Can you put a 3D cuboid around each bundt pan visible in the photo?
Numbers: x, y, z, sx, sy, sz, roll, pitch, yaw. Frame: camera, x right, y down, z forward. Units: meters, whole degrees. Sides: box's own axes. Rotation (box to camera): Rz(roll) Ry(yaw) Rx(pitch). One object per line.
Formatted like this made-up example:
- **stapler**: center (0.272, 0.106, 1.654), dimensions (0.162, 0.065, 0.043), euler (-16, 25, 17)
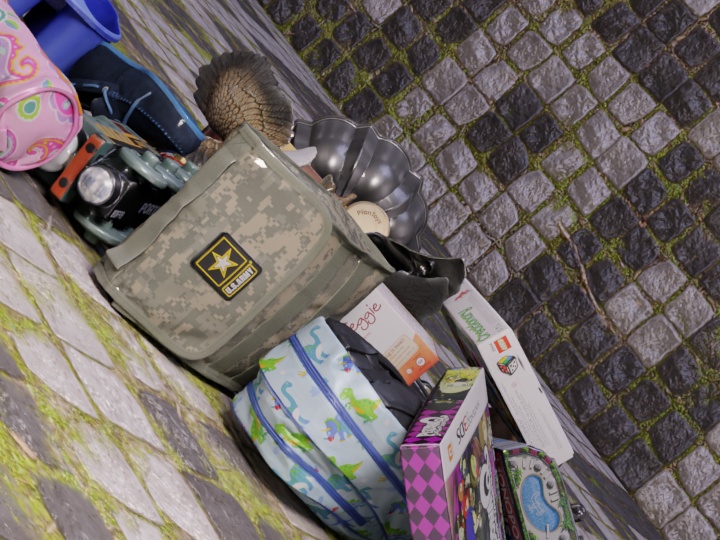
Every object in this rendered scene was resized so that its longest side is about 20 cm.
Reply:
- **bundt pan**: center (-0.032, -0.051, 2.081), dimensions (0.202, 0.202, 0.076), euler (48, 19, -13)

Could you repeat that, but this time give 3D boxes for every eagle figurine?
- **eagle figurine**: center (-0.122, -0.108, 1.867), dimensions (0.200, 0.151, 0.152), euler (51, 15, 11)

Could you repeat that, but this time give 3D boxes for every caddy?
- **caddy**: center (-0.287, -0.261, 1.898), dimensions (0.141, 0.105, 0.200), euler (48, 7, -21)

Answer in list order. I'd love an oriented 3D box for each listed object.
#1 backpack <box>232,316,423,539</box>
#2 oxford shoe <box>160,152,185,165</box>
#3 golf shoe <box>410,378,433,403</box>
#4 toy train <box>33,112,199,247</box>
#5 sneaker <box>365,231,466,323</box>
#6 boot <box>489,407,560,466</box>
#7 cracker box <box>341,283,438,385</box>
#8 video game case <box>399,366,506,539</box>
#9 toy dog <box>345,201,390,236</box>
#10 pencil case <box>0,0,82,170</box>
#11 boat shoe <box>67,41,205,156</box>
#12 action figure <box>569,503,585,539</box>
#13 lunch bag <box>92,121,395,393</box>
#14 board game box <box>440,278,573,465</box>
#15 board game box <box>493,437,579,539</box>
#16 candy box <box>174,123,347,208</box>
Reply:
- **backpack**: center (-0.011, 0.121, 1.563), dimensions (0.164, 0.153, 0.200), euler (60, -12, 27)
- **oxford shoe**: center (-0.149, -0.029, 1.803), dimensions (0.200, 0.071, 0.073), euler (44, -28, 5)
- **golf shoe**: center (0.067, 0.179, 2.022), dimensions (0.200, 0.078, 0.094), euler (48, 24, 0)
- **toy train**: center (-0.198, -0.075, 1.626), dimensions (0.114, 0.085, 0.200), euler (39, 7, 11)
- **sneaker**: center (-0.002, 0.002, 1.786), dimensions (0.199, 0.060, 0.105), euler (26, -45, 25)
- **boot**: center (0.086, 0.156, 1.847), dimensions (0.075, 0.199, 0.074), euler (32, 63, -78)
- **cracker box**: center (-0.049, 0.039, 1.710), dimensions (0.200, 0.134, 0.058), euler (48, 8, -13)
- **video game case**: center (0.074, 0.193, 1.525), dimensions (0.181, 0.036, 0.201), euler (-47, 130, -70)
- **toy dog**: center (-0.029, 0.024, 1.916), dimensions (0.132, 0.096, 0.201), euler (100, -4, -54)
- **pencil case**: center (-0.284, -0.166, 1.537), dimensions (0.200, 0.087, 0.087), euler (53, 8, 31)
- **boat shoe**: center (-0.199, -0.133, 1.779), dimensions (0.084, 0.069, 0.200), euler (56, -12, -31)
- **action figure**: center (0.103, 0.224, 1.807), dimensions (0.199, 0.102, 0.119), euler (20, 40, -28)
- **lunch bag**: center (-0.092, -0.009, 1.558), dimensions (0.118, 0.164, 0.200), euler (51, 7, 32)
- **board game box**: center (0.119, 0.084, 1.758), dimensions (0.127, 0.034, 0.200), euler (63, -2, -16)
- **board game box**: center (0.146, 0.227, 1.648), dimensions (0.200, 0.061, 0.201), euler (-179, -106, -71)
- **candy box**: center (-0.091, -0.056, 1.985), dimensions (0.200, 0.117, 0.056), euler (48, -17, -11)
